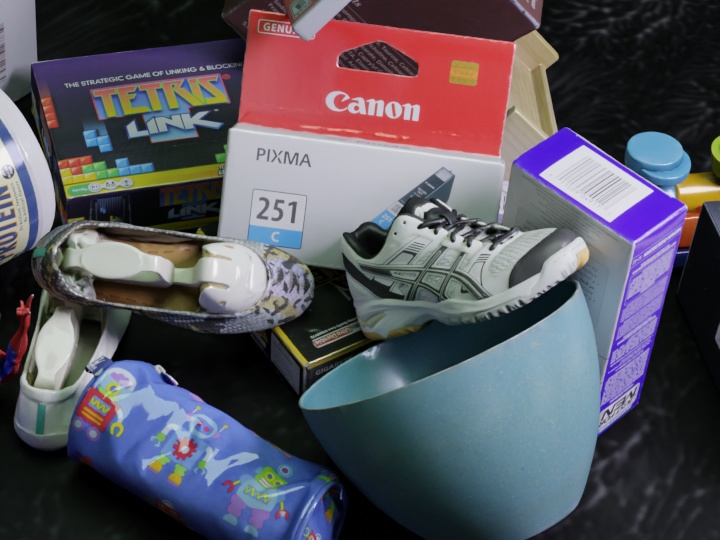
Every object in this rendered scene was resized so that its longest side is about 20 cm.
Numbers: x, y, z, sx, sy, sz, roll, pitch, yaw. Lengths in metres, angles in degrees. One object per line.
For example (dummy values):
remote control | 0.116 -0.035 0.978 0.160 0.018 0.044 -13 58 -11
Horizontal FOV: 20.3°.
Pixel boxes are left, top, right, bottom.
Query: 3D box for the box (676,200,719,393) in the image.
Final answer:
box | 0.353 0.043 1.461 0.182 0.104 0.200 -5 46 -13

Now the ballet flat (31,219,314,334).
ballet flat | -0.127 0.004 1.393 0.200 0.072 0.072 7 44 -9

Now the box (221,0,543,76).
box | 0.024 -0.246 1.609 0.164 0.200 0.166 42 38 -26

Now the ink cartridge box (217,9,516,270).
ink cartridge box | 0.005 -0.088 1.446 0.200 0.176 0.045 7 9 1

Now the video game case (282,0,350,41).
video game case | -0.008 -0.259 1.472 0.017 0.143 0.200 40 16 -27

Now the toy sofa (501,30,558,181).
toy sofa | 0.106 -0.123 1.597 0.083 0.098 0.200 40 25 -26

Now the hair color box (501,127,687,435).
hair color box | 0.151 0.012 1.401 0.109 0.200 0.065 37 51 28

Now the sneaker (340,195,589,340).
sneaker | 0.060 -0.011 1.357 0.200 0.088 0.076 -15 9 42

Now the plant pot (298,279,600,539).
plant pot | 0.077 0.107 1.327 0.200 0.200 0.135 -27 98 -29

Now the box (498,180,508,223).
box | 0.032 -0.051 1.499 0.200 0.039 0.041 8 46 2

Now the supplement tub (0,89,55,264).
supplement tub | -0.337 -0.044 1.444 0.200 0.145 0.145 -31 56 -31

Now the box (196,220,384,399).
box | 0.000 0.000 1.507 0.200 0.049 0.160 -22 49 -25

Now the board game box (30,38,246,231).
board game box | -0.149 -0.106 1.591 0.200 0.057 0.165 -9 48 -15

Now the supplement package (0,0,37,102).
supplement package | -0.372 -0.211 1.628 0.200 0.117 0.117 32 51 25

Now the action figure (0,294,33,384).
action figure | -0.262 0.090 1.337 0.065 0.099 0.200 9 50 -7

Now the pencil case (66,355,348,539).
pencil case | -0.101 0.130 1.341 0.200 0.078 0.087 28 71 19

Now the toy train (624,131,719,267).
toy train | 0.285 -0.058 1.546 0.200 0.116 0.085 -6 46 -11

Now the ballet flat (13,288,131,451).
ballet flat | -0.204 0.038 1.434 0.069 0.069 0.200 7 44 1
